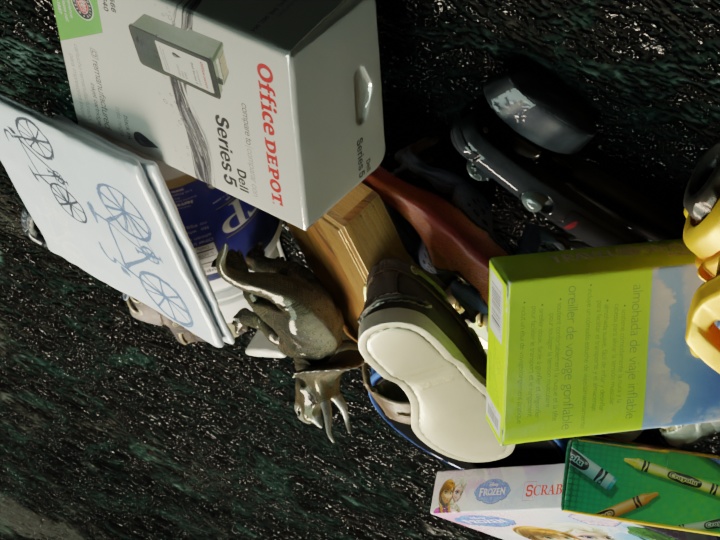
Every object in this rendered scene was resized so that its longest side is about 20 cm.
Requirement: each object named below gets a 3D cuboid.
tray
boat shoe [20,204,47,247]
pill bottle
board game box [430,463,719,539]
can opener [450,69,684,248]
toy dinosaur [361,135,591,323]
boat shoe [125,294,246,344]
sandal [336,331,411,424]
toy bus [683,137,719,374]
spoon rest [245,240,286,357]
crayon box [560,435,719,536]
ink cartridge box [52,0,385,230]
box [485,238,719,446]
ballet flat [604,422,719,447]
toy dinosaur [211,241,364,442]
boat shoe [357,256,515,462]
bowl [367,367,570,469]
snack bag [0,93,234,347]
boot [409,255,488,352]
[{"bbox_3d":[0.000,0.000,1.457,0.099,0.037,0.200,35,161,39],"label":"tray"},{"bbox_3d":[-0.199,-0.073,1.619,0.071,0.091,0.200,33,155,-14],"label":"boat shoe"},{"bbox_3d":[-0.121,-0.055,1.522,0.120,0.120,0.200,16,149,23],"label":"pill bottle"},{"bbox_3d":[0.198,0.210,1.780,0.199,0.041,0.200,23,159,-33],"label":"board game box"},{"bbox_3d":[0.140,-0.050,1.354,0.200,0.063,0.079,39,153,-24],"label":"can opener"},{"bbox_3d":[0.072,0.005,1.406,0.200,0.105,0.182,10,-147,-54],"label":"toy dinosaur"},{"bbox_3d":[-0.162,0.013,1.731,0.073,0.075,0.200,-27,143,9],"label":"boat shoe"},{"bbox_3d":[0.052,0.095,1.612,0.201,0.057,0.080,27,178,-28],"label":"sandal"},{"bbox_3d":[0.252,0.012,1.210,0.136,0.192,0.200,29,158,-9],"label":"toy bus"},{"bbox_3d":[-0.100,-0.020,1.684,0.099,0.061,0.200,3,134,30],"label":"spoon rest"},{"bbox_3d":[0.253,0.165,1.575,0.200,0.058,0.119,8,178,8],"label":"crayon box"},{"bbox_3d":[-0.090,-0.134,1.319,0.200,0.084,0.146,26,142,28],"label":"ink cartridge box"},{"bbox_3d":[0.183,0.043,1.359,0.200,0.048,0.122,-5,116,-11],"label":"box"},{"bbox_3d":[0.224,0.098,1.563,0.200,0.073,0.073,3,147,42],"label":"ballet flat"},{"bbox_3d":[-0.046,0.026,1.484,0.102,0.077,0.200,31,156,27],"label":"toy dinosaur"},{"bbox_3d":[0.054,0.065,1.426,0.072,0.060,0.200,-15,142,20],"label":"boat shoe"},{"bbox_3d":[0.098,0.121,1.773,0.200,0.039,0.201,22,156,10],"label":"bowl"},{"bbox_3d":[-0.183,-0.043,1.462,0.200,0.021,0.189,26,152,37],"label":"snack bag"},{"bbox_3d":[0.082,0.013,1.529,0.200,0.073,0.155,20,157,39],"label":"boot"}]
